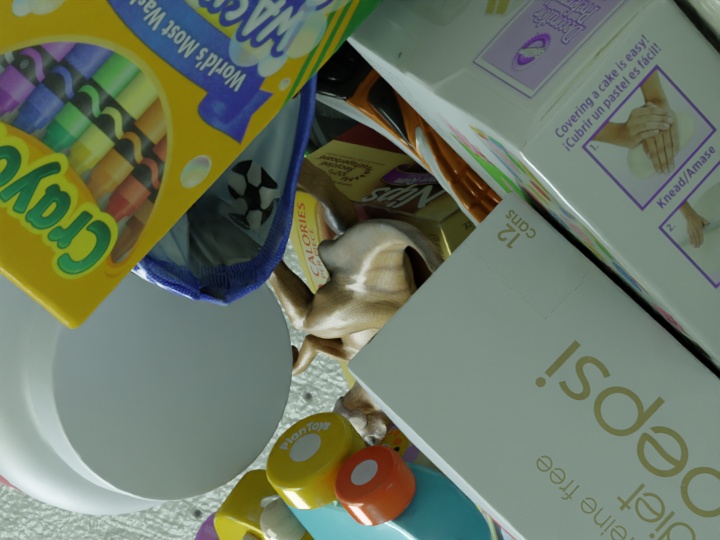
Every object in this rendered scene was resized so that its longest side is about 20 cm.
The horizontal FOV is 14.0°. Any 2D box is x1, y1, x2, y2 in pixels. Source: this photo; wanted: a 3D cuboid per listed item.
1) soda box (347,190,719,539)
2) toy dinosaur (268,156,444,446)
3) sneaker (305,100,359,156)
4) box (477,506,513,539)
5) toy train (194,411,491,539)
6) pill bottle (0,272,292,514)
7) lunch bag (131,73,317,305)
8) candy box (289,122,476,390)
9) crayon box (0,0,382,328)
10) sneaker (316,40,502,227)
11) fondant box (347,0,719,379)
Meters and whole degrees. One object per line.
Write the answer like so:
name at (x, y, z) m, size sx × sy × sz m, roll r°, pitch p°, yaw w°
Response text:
soda box at (0.092, 0.073, 0.776) m, size 0.200 × 0.068 × 0.064 m, roll 43°, pitch 177°, yaw 15°
toy dinosaur at (0.000, 0.000, 1.036) m, size 0.106 × 0.060 × 0.200 m, roll 37°, pitch 159°, yaw 13°
sneaker at (0.024, -0.052, 1.224) m, size 0.200 × 0.084 × 0.077 m, roll 38°, pitch -158°, yaw 16°
box at (0.078, 0.084, 0.912) m, size 0.110 × 0.035 × 0.200 m, roll 44°, pitch 160°, yaw 17°
toy train at (0.025, 0.102, 0.939) m, size 0.150 × 0.056 × 0.200 m, roll 35°, pitch 156°, yaw 2°
pill bottle at (-0.101, 0.024, 1.023) m, size 0.112 × 0.112 × 0.200 m, roll 44°, pitch 167°, yaw -22°
lunch bag at (-0.090, -0.102, 0.895) m, size 0.170 × 0.123 × 0.201 m, roll 48°, pitch 158°, yaw 57°
candy box at (0.048, 0.047, 1.115) m, size 0.116 × 0.056 × 0.201 m, roll 16°, pitch 131°, yaw 54°
crayon box at (-0.069, -0.069, 0.756) m, size 0.052 × 0.200 × 0.126 m, roll 43°, pitch 179°, yaw 32°
sneaker at (0.024, -0.067, 0.974) m, size 0.200 × 0.076 × 0.092 m, roll 46°, pitch -174°, yaw 19°
fondant box at (0.097, -0.007, 0.820) m, size 0.200 × 0.058 × 0.144 m, roll 43°, pitch 179°, yaw -25°
